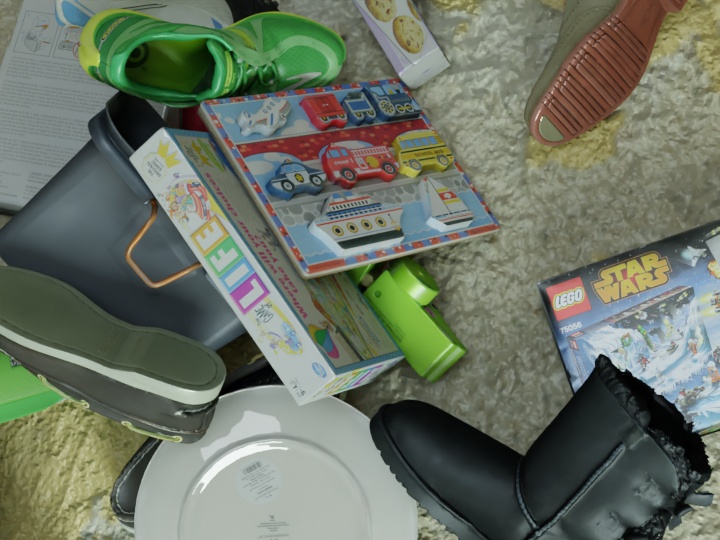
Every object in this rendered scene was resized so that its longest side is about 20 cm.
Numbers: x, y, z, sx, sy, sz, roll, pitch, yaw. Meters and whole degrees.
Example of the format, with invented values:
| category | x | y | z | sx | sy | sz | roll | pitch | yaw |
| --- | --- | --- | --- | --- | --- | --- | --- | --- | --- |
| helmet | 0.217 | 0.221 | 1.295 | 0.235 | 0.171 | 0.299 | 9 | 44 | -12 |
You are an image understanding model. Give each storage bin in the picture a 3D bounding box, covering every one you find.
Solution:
| category | x | y | z | sx | sy | sz | roll | pitch | yaw |
| --- | --- | --- | --- | --- | --- | --- | --- | --- | --- |
| storage bin | -0.161 | -0.006 | 1.019 | 0.134 | 0.146 | 0.200 | -38 | 102 | 11 |

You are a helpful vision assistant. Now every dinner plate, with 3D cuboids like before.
| category | x | y | z | sx | sy | sz | roll | pitch | yaw |
| --- | --- | --- | --- | --- | --- | --- | --- | --- | --- |
| dinner plate | -0.058 | 0.180 | 0.982 | 0.199 | 0.024 | 0.201 | 0 | 94 | -3 |

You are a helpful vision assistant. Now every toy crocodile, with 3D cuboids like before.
| category | x | y | z | sx | sy | sz | roll | pitch | yaw |
| --- | --- | --- | --- | --- | --- | --- | --- | --- | --- |
| toy crocodile | 0.000 | 0.000 | 1.045 | 0.200 | 0.062 | 0.068 | 44 | 106 | 14 |

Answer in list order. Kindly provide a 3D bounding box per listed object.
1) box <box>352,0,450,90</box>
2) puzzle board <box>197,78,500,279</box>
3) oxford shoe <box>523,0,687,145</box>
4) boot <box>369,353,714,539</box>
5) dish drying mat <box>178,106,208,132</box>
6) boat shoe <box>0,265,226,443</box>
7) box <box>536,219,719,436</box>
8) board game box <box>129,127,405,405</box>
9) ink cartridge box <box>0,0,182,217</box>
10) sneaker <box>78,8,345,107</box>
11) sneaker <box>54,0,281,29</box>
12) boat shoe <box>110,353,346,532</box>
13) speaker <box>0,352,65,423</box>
| category | x | y | z | sx | sy | sz | roll | pitch | yaw |
| --- | --- | --- | --- | --- | --- | --- | --- | --- | --- |
| box | 0.004 | -0.234 | 1.120 | 0.041 | 0.039 | 0.200 | -32 | 70 | 8 |
| puzzle board | -0.002 | -0.074 | 1.015 | 0.151 | 0.200 | 0.017 | 57 | 134 | 20 |
| oxford shoe | 0.180 | -0.183 | 1.064 | 0.200 | 0.071 | 0.074 | -52 | 45 | -5 |
| boot | 0.122 | 0.121 | 0.942 | 0.198 | 0.073 | 0.163 | 47 | 115 | 11 |
| dish drying mat | -0.103 | -0.137 | 1.130 | 0.199 | 0.018 | 0.077 | 26 | 85 | 17 |
| boat shoe | -0.191 | 0.058 | 0.956 | 0.201 | 0.072 | 0.061 | 23 | 124 | 7 |
| box | 0.239 | 0.042 | 0.989 | 0.199 | 0.040 | 0.137 | -19 | 72 | 7 |
| board game box | -0.060 | -0.007 | 0.963 | 0.034 | 0.134 | 0.200 | -39 | 78 | 18 |
| ink cartridge box | -0.217 | -0.133 | 1.139 | 0.162 | 0.050 | 0.201 | 10 | 74 | 17 |
| sneaker | -0.100 | -0.144 | 1.017 | 0.199 | 0.074 | 0.084 | -4 | 29 | -26 |
| sneaker | -0.137 | -0.192 | 1.082 | 0.199 | 0.072 | 0.072 | 14 | 55 | -26 |
| boat shoe | -0.103 | 0.118 | 1.025 | 0.201 | 0.061 | 0.072 | -36 | 71 | 1 |
| speaker | -0.273 | 0.068 | 1.006 | 0.088 | 0.200 | 0.089 | 4 | 99 | 27 |
